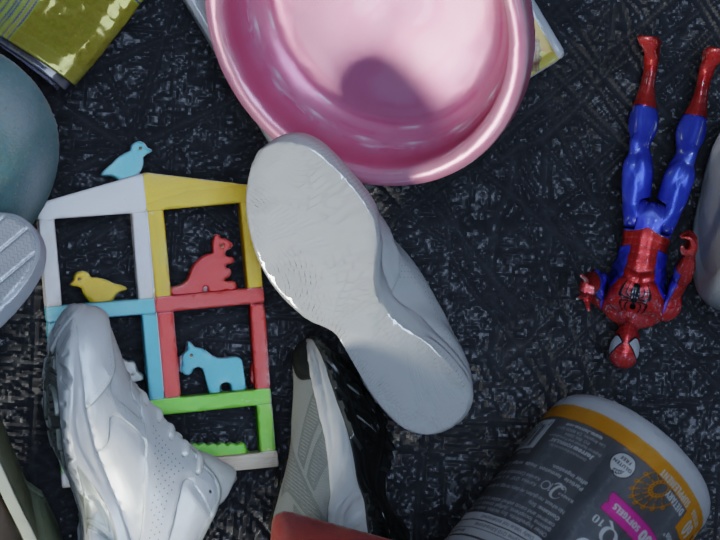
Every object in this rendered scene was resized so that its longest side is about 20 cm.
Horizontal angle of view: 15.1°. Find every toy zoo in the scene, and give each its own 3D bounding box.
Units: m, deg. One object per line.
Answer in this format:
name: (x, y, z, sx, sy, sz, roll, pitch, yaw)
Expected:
toy zoo: (-0.122, 0.023, 1.606, 0.131, 0.020, 0.200, -5, 91, -8)

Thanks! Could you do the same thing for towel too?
towel: (-0.170, -0.218, 1.585, 0.144, 0.023, 0.200, 37, 85, 5)

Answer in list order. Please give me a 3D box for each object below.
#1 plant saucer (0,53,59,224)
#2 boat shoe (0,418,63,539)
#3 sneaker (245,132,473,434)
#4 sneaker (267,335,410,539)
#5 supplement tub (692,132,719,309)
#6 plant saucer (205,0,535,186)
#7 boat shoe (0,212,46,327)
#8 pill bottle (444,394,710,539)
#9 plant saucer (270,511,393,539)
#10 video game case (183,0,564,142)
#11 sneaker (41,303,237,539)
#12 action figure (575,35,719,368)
plant saucer: (-0.262, -0.042, 1.514, 0.201, 0.039, 0.201, -13, 134, -14)
boat shoe: (-0.217, 0.127, 1.525, 0.061, 0.072, 0.201, -19, 136, 0)
sneaker: (0.000, 0.000, 1.589, 0.075, 0.088, 0.200, -26, 108, 18)
sneaker: (-0.022, 0.122, 1.559, 0.079, 0.200, 0.074, -25, 139, 18)
supplement tub: (0.308, -0.021, 1.616, 0.200, 0.123, 0.123, 11, 89, -7)
plant saucer: (0.010, -0.148, 1.545, 0.200, 0.051, 0.201, 11, 117, 22)
boat shoe: (-0.254, 0.044, 1.524, 0.200, 0.071, 0.072, -39, 67, 1)
pill bottle: (0.104, 0.178, 1.569, 0.116, 0.116, 0.200, 43, 68, -6)
plant saucer: (0.032, 0.246, 1.484, 0.200, 0.037, 0.200, 14, 119, 15)
video game case: (-0.004, -0.168, 1.622, 0.182, 0.023, 0.200, -31, 94, -7)
sneaker: (-0.125, 0.110, 1.566, 0.099, 0.078, 0.200, -14, 103, -14)
action figure: (0.173, -0.039, 1.610, 0.065, 0.099, 0.200, 10, 91, 6)
